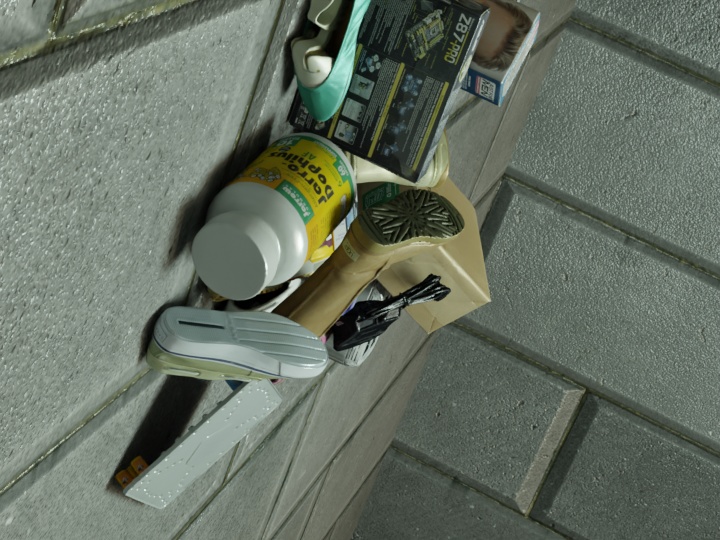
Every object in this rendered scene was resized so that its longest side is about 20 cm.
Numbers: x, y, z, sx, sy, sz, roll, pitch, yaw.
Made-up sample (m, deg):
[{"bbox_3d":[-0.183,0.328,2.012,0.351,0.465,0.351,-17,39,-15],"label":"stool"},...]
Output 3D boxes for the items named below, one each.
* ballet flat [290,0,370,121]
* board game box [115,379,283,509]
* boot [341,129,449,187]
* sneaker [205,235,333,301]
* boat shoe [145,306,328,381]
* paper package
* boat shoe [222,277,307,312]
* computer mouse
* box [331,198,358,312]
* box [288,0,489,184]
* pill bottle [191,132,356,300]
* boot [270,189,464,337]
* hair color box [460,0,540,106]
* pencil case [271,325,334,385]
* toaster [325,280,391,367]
[{"bbox_3d":[-0.036,-0.244,1.414,0.070,0.067,0.201,-11,130,-47],"label":"ballet flat"},{"bbox_3d":[-0.182,0.192,1.616,0.200,0.026,0.200,-42,167,-7],"label":"board game box"},{"bbox_3d":[0.014,-0.191,1.624,0.073,0.154,0.202,142,-57,-66],"label":"boot"},{"bbox_3d":[-0.107,-0.026,1.562,0.199,0.074,0.091,-22,100,-54],"label":"sneaker"},{"bbox_3d":[-0.129,0.082,1.457,0.062,0.199,0.072,-53,-143,37],"label":"boat shoe"},{"bbox_3d":[0.078,-0.052,1.875,0.103,0.191,0.201,-28,-140,21],"label":"paper package"},{"bbox_3d":[-0.098,0.011,1.656,0.200,0.073,0.066,-56,171,-45],"label":"boat shoe"},{"bbox_3d":[0.035,0.045,1.789,0.139,0.046,0.200,-20,170,-17],"label":"computer mouse"},{"bbox_3d":[-0.034,-0.050,1.698,0.119,0.041,0.202,-27,116,-74],"label":"box"},{"bbox_3d":[0.028,-0.216,1.491,0.049,0.160,0.201,-44,157,-63],"label":"box"},{"bbox_3d":[-0.090,-0.054,1.424,0.200,0.112,0.113,-50,163,-53],"label":"pill bottle"},{"bbox_3d":[0.000,0.000,1.537,0.174,0.066,0.200,-10,151,-44],"label":"boot"},{"bbox_3d":[0.087,-0.272,1.540,0.101,0.199,0.061,-61,170,-17],"label":"hair color box"},{"bbox_3d":[-0.096,0.078,1.787,0.200,0.086,0.084,-43,131,-64],"label":"pencil case"},{"bbox_3d":[-0.030,0.044,1.925,0.201,0.128,0.114,-68,168,22],"label":"toaster"}]
